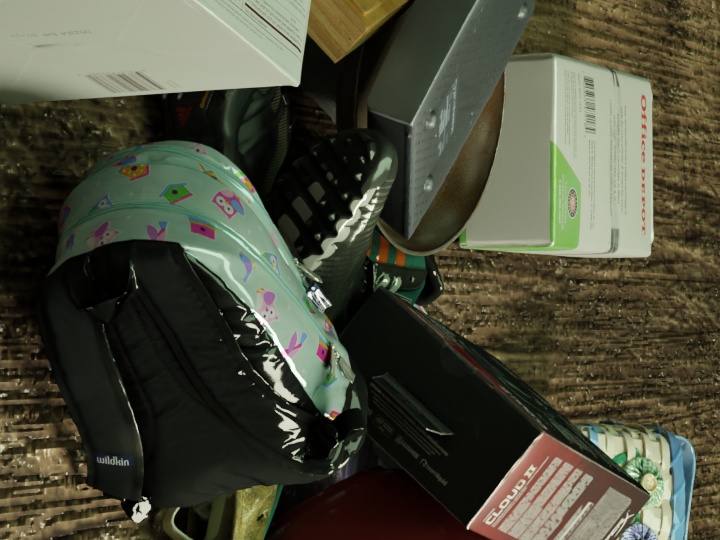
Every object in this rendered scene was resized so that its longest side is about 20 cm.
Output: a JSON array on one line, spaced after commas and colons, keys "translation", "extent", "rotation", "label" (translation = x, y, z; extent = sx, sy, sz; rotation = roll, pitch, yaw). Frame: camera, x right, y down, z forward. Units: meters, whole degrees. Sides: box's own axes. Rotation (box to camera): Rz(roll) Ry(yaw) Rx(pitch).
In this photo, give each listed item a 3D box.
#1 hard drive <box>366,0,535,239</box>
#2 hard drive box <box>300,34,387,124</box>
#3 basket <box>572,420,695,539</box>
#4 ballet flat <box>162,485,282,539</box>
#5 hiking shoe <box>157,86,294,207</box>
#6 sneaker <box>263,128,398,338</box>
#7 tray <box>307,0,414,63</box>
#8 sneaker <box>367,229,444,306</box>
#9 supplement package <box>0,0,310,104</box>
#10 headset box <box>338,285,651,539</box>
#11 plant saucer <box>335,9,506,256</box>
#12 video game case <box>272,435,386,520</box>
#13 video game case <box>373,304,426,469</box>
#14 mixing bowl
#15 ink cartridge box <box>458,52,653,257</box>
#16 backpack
[{"translation": [0.057, -0.132, 1.511], "extent": [0.135, 0.042, 0.201], "rotation": [90, 25, -57], "label": "hard drive"}, {"translation": [0.018, -0.205, 1.671], "extent": [0.156, 0.076, 0.201], "rotation": [45, 50, -54], "label": "hard drive box"}, {"translation": [0.195, 0.204, 1.924], "extent": [0.200, 0.139, 0.177], "rotation": [20, 70, -50], "label": "basket"}, {"translation": [-0.092, 0.176, 1.465], "extent": [0.071, 0.070, 0.201], "rotation": [47, 48, -52], "label": "ballet flat"}, {"translation": [-0.082, -0.109, 1.496], "extent": [0.101, 0.075, 0.201], "rotation": [8, 89, -73], "label": "hiking shoe"}, {"translation": [-0.023, -0.001, 1.481], "extent": [0.090, 0.067, 0.200], "rotation": [10, 123, -41], "label": "sneaker"}, {"translation": [-0.051, -0.222, 1.462], "extent": [0.200, 0.037, 0.099], "rotation": [47, 34, 1], "label": "tray"}, {"translation": [0.000, 0.000, 1.604], "extent": [0.080, 0.071, 0.200], "rotation": [54, 26, 9], "label": "sneaker"}, {"translation": [-0.130, -0.207, 1.261], "extent": [0.147, 0.190, 0.201], "rotation": [35, 59, -58], "label": "supplement package"}, {"translation": [0.070, 0.099, 1.497], "extent": [0.077, 0.149, 0.200], "rotation": [-52, 149, 5], "label": "headset box"}, {"translation": [0.036, -0.111, 1.591], "extent": [0.200, 0.032, 0.201], "rotation": [-16, 109, -57], "label": "plant saucer"}, {"translation": [-0.010, 0.116, 1.665], "extent": [0.200, 0.019, 0.144], "rotation": [35, 58, -57], "label": "video game case"}, {"translation": [0.053, 0.108, 1.679], "extent": [0.143, 0.017, 0.200], "rotation": [55, 19, -26], "label": "video game case"}, {"translation": [-0.001, 0.192, 1.531], "extent": [0.109, 0.200, 0.200], "rotation": [59, 25, 12], "label": "mixing bowl"}, {"translation": [0.154, -0.085, 1.918], "extent": [0.200, 0.084, 0.146], "rotation": [5, 85, -62], "label": "ink cartridge box"}, {"translation": [-0.099, 0.030, 1.376], "extent": [0.127, 0.166, 0.200], "rotation": [-88, 155, -49], "label": "backpack"}]
